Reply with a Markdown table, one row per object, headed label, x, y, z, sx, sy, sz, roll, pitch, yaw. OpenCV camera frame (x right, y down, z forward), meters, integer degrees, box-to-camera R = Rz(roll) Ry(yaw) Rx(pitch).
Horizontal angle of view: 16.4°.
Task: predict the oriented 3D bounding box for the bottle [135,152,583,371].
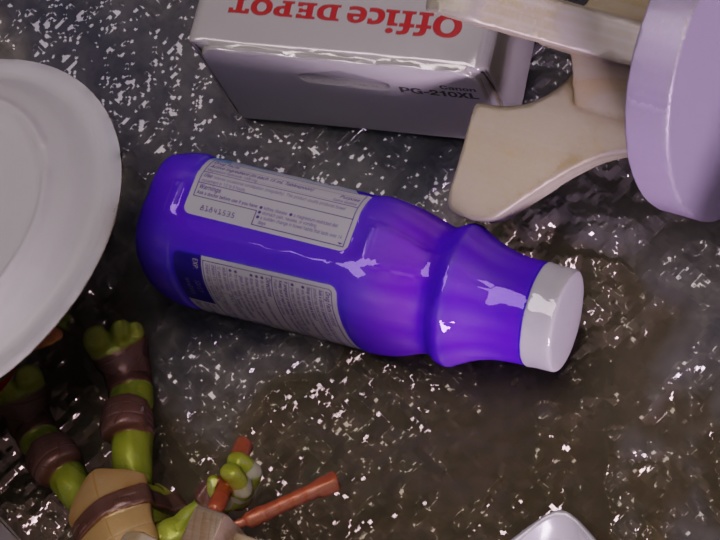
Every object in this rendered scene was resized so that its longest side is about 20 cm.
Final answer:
| label | x | y | z | sx | sy | sz | roll | pitch | yaw |
| --- | --- | --- | --- | --- | --- | --- | --- | --- | --- |
| bottle | 0.000 | 0.000 | 1.124 | 0.199 | 0.084 | 0.066 | 13 | 71 | 20 |

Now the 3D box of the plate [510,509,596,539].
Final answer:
| label | x | y | z | sx | sy | sz | roll | pitch | yaw |
| --- | --- | --- | --- | --- | --- | --- | --- | --- | --- |
| plate | 0.069 | 0.234 | 1.038 | 0.200 | 0.032 | 0.200 | -38 | 65 | -4 |

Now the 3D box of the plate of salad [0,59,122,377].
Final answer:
| label | x | y | z | sx | sy | sz | roll | pitch | yaw |
| --- | --- | --- | --- | --- | --- | --- | --- | --- | --- |
| plate of salad | -0.191 | -0.009 | 1.110 | 0.199 | 0.048 | 0.201 | -15 | 51 | 19 |

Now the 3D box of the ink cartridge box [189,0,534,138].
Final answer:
| label | x | y | z | sx | sy | sz | roll | pitch | yaw |
| --- | --- | --- | --- | --- | --- | --- | --- | --- | --- |
| ink cartridge box | 0.017 | -0.170 | 1.190 | 0.144 | 0.084 | 0.201 | 6 | 69 | 17 |

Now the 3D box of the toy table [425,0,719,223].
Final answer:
| label | x | y | z | sx | sy | sz | roll | pitch | yaw |
| --- | --- | --- | --- | --- | --- | --- | --- | --- | --- |
| toy table | 0.114 | -0.099 | 1.077 | 0.117 | 0.200 | 0.185 | 17 | 84 | 23 |

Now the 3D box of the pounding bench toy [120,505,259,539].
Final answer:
| label | x | y | z | sx | sy | sz | roll | pitch | yaw |
| --- | --- | --- | --- | --- | --- | --- | --- | --- | --- |
| pounding bench toy | -0.012 | 0.176 | 0.953 | 0.155 | 0.200 | 0.125 | 17 | 71 | 21 |

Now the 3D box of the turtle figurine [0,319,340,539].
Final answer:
| label | x | y | z | sx | sy | sz | roll | pitch | yaw |
| --- | --- | --- | --- | --- | --- | --- | --- | --- | --- |
| turtle figurine | -0.101 | 0.103 | 1.117 | 0.200 | 0.064 | 0.162 | -34 | 53 | 16 |

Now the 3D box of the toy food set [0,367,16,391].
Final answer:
| label | x | y | z | sx | sy | sz | roll | pitch | yaw |
| --- | --- | --- | --- | --- | --- | --- | --- | --- | --- |
| toy food set | -0.225 | 0.007 | 1.183 | 0.197 | 0.049 | 0.201 | -20 | 50 | 14 |

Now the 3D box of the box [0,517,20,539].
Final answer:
| label | x | y | z | sx | sy | sz | roll | pitch | yaw |
| --- | --- | --- | --- | --- | --- | --- | --- | --- | --- |
| box | -0.257 | 0.079 | 1.064 | 0.199 | 0.144 | 0.036 | 16 | 69 | 20 |
